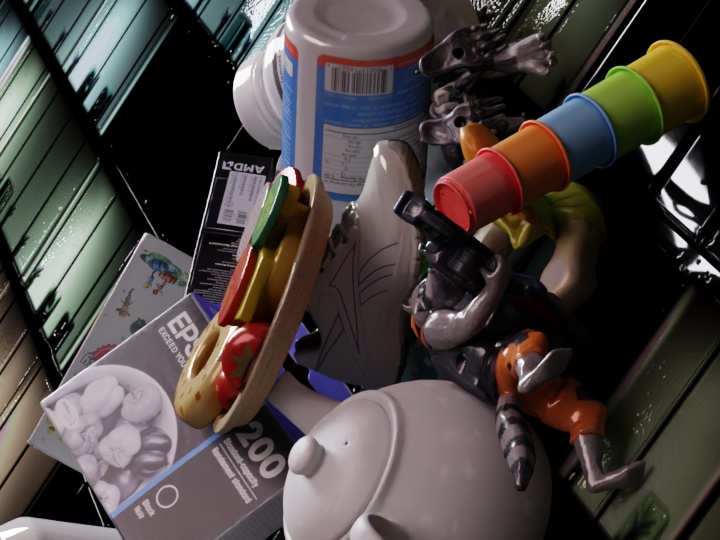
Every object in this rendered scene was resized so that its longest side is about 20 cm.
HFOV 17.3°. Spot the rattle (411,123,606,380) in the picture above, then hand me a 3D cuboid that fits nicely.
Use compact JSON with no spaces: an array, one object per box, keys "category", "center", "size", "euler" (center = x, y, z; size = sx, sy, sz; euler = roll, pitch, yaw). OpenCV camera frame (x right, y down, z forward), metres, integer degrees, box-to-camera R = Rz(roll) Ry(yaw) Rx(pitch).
[{"category":"rattle","center":[0.060,-0.004,1.624],"size":[0.200,0.143,0.131],"euler":[-22,64,43]}]

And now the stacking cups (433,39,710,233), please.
[{"category":"stacking cups","center":[0.136,-0.078,1.527],"size":[0.200,0.061,0.060],"euler":[-32,15,-26]}]

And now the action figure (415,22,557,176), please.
[{"category":"action figure","center":[0.094,-0.110,1.704],"size":[0.200,0.102,0.119],"euler":[39,-134,-79]}]

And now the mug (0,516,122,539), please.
[{"category":"mug","center":[-0.215,0.261,1.799],"size":[0.186,0.153,0.150],"euler":[23,92,63]}]

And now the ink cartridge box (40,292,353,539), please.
[{"category":"ink cartridge box","center":[-0.110,0.113,1.748],"size":[0.200,0.043,0.198],"euler":[-36,54,-3]}]

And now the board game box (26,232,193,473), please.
[{"category":"board game box","center":[-0.200,0.073,2.017],"size":[0.201,0.064,0.148],"euler":[-62,-2,-3]}]

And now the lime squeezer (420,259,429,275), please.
[{"category":"lime squeezer","center":[0.059,-0.014,1.740],"size":[0.200,0.038,0.071],"euler":[-42,32,31]}]

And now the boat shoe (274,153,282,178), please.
[{"category":"boat shoe","center":[-0.041,-0.038,1.913],"size":[0.059,0.072,0.200],"euler":[-6,31,10]}]

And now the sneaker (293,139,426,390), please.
[{"category":"sneaker","center":[0.000,0.000,1.659],"size":[0.075,0.087,0.201],"euler":[-82,1,-63]}]

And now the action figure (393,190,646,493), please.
[{"category":"action figure","center":[0.076,0.045,1.473],"size":[0.105,0.200,0.193],"euler":[-50,34,2]}]

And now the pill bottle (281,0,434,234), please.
[{"category":"pill bottle","center":[-0.004,-0.103,1.775],"size":[0.112,0.112,0.201],"euler":[-106,16,-55]}]

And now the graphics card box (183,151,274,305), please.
[{"category":"graphics card box","center":[-0.108,0.020,1.916],"size":[0.126,0.051,0.201],"euler":[88,-170,-56]}]

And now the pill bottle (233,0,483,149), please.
[{"category":"pill bottle","center":[-0.007,-0.163,1.895],"size":[0.200,0.111,0.111],"euler":[-19,47,43]}]

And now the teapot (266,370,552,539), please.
[{"category":"teapot","center":[0.018,0.149,1.529],"size":[0.200,0.146,0.198],"euler":[-25,43,48]}]

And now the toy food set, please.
[{"category":"toy food set","center":[-0.072,0.019,1.658],"size":[0.200,0.048,0.199],"euler":[157,134,-79]}]
